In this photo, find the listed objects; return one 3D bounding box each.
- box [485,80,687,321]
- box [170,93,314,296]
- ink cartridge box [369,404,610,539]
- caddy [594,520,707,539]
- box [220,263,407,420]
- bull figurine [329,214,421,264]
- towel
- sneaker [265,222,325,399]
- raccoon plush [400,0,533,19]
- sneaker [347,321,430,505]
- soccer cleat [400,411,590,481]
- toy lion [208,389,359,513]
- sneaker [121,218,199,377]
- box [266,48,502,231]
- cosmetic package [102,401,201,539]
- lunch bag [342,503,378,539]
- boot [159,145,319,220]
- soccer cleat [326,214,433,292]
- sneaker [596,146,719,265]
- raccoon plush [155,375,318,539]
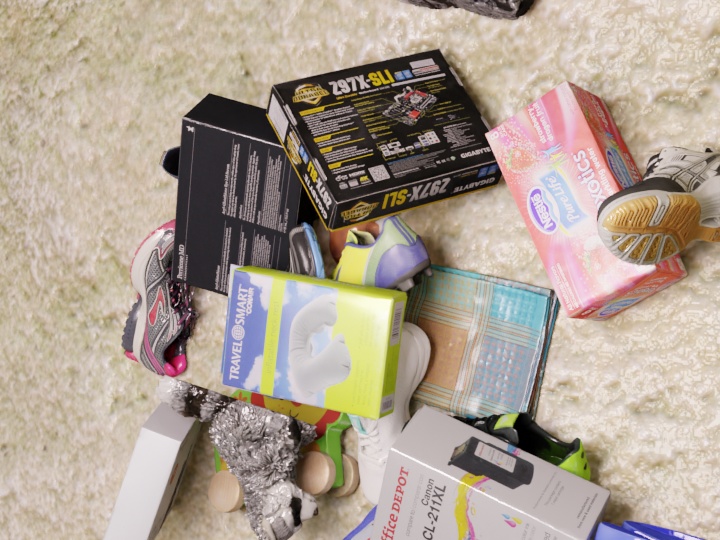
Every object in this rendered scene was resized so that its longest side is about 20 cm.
[{"bbox_3d":[0.213,-0.063,1.155,0.102,0.094,0.202,-31,70,28],"label":"box"},{"bbox_3d":[-0.123,-0.071,1.314,0.139,0.079,0.202,15,122,8],"label":"box"},{"bbox_3d":[0.116,0.241,1.146,0.198,0.083,0.147,23,124,19],"label":"ink cartridge box"},{"bbox_3d":[0.282,0.290,1.053,0.198,0.141,0.107,11,87,33],"label":"caddy"},{"bbox_3d":[-0.058,0.067,1.208,0.197,0.048,0.124,9,97,22],"label":"box"},{"bbox_3d":[0.006,-0.104,1.306,0.120,0.065,0.203,-1,90,41],"label":"bull figurine"},{"bbox_3d":[0.102,0.074,1.259,0.198,0.022,0.149,13,92,33],"label":"towel"},{"bbox_3d":[-0.087,0.045,1.274,0.071,0.082,0.202,-106,32,-61],"label":"sneaker"},{"bbox_3d":[0.114,-0.343,1.242,0.198,0.096,0.136,17,87,34],"label":"raccoon plush"},{"bbox_3d":[0.015,0.155,1.256,0.075,0.088,0.203,16,107,33],"label":"sneaker"},{"bbox_3d":[0.130,0.167,1.189,0.198,0.068,0.082,13,133,25],"label":"soccer cleat"},{"bbox_3d":[-0.082,0.161,1.352,0.198,0.068,0.194,-17,70,31],"label":"toy lion"},{"bbox_3d":[-0.223,0.031,1.432,0.074,0.080,0.202,28,124,26],"label":"sneaker"},{"bbox_3d":[0.027,-0.135,1.221,0.161,0.198,0.050,60,154,29],"label":"box"},{"bbox_3d":[-0.227,0.225,1.358,0.051,0.200,0.153,18,98,-1],"label":"cosmetic package"},{"bbox_3d":[0.034,0.358,1.223,0.169,0.124,0.201,34,88,30],"label":"lunch bag"},{"bbox_3d":[-0.137,-0.098,1.382,0.198,0.097,0.076,15,93,33],"label":"boot"},{"bbox_3d":[0.001,0.000,1.266,0.200,0.064,0.084,-29,90,53],"label":"soccer cleat"},{"bbox_3d":[0.268,-0.064,1.072,0.088,0.198,0.076,54,136,32],"label":"sneaker"},{"bbox_3d":[-0.133,0.204,1.262,0.198,0.097,0.136,16,81,19],"label":"raccoon plush"}]
